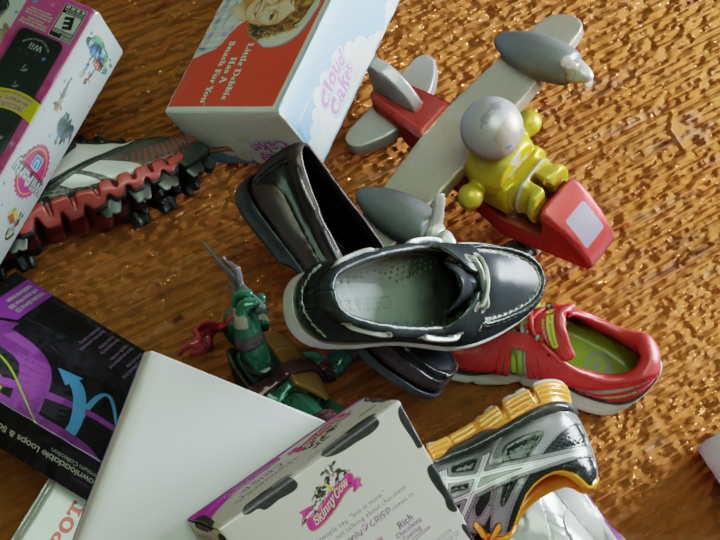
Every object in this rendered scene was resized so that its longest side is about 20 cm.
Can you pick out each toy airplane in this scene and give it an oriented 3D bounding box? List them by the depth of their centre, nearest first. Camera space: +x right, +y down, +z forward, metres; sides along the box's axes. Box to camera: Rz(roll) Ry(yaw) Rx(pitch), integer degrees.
[{"bbox_3d":[0.082,-0.096,1.006,0.198,0.141,0.201,-3,74,-3],"label":"toy airplane"}]

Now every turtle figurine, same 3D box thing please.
[{"bbox_3d":[-0.039,0.068,0.953,0.149,0.101,0.200,-4,49,-54],"label":"turtle figurine"}]

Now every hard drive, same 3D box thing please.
[{"bbox_3d":[-0.104,0.166,0.819,0.132,0.025,0.201,24,75,-18],"label":"hard drive"}]

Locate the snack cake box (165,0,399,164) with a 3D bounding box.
[{"bbox_3d":[-0.049,-0.178,1.028,0.115,0.067,0.201,6,62,37],"label":"snack cake box"}]

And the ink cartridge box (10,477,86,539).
[{"bbox_3d":[-0.142,0.241,0.875,0.199,0.083,0.147,29,67,2],"label":"ink cartridge box"}]

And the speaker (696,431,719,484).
[{"bbox_3d":[0.325,0.186,0.970,0.081,0.081,0.200,-28,76,-17],"label":"speaker"}]

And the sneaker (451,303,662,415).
[{"bbox_3d":[0.123,0.043,0.991,0.199,0.085,0.077,13,66,-4],"label":"sneaker"}]

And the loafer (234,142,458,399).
[{"bbox_3d":[0.000,0.000,0.932,0.200,0.063,0.072,47,27,-1],"label":"loafer"}]

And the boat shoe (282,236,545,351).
[{"bbox_3d":[0.049,0.016,0.893,0.199,0.060,0.076,-11,83,-32],"label":"boat shoe"}]

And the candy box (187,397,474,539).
[{"bbox_3d":[0.006,0.196,0.819,0.136,0.061,0.201,-32,100,-24],"label":"candy box"}]

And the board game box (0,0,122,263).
[{"bbox_3d":[-0.278,-0.106,0.930,0.147,0.064,0.201,24,78,12],"label":"board game box"}]

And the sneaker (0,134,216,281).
[{"bbox_3d":[-0.207,-0.069,0.990,0.200,0.071,0.098,-22,76,-14],"label":"sneaker"}]

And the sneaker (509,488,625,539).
[{"bbox_3d":[0.131,0.196,0.952,0.099,0.075,0.200,-32,72,-5],"label":"sneaker"}]

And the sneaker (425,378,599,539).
[{"bbox_3d":[0.065,0.150,0.897,0.200,0.078,0.077,-32,69,0],"label":"sneaker"}]

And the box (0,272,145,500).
[{"bbox_3d":[-0.184,0.085,0.909,0.200,0.036,0.143,32,23,3],"label":"box"}]
